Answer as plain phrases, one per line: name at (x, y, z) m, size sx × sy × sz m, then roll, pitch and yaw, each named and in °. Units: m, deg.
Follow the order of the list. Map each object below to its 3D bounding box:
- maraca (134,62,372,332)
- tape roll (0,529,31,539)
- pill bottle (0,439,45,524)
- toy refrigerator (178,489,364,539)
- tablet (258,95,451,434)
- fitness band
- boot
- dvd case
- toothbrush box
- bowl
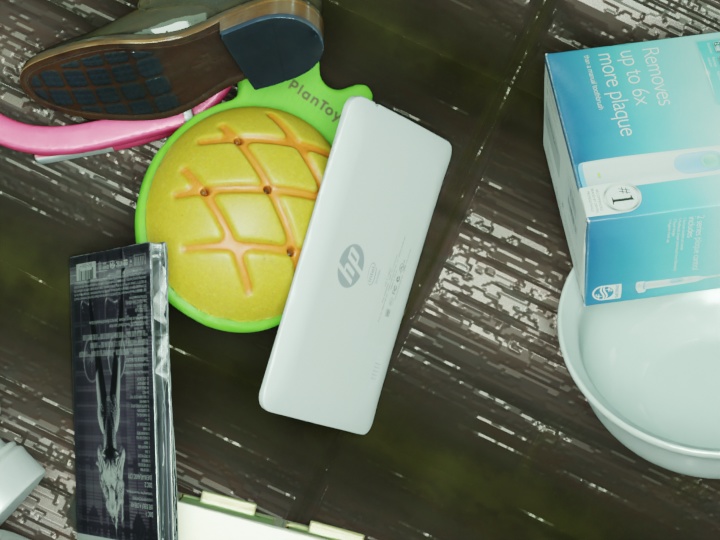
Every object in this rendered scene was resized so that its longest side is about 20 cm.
maraca at (-0.061, -0.053, 1.275) m, size 0.137 × 0.107 × 0.200 m, roll 35°, pitch 66°, yaw -9°
tape roll at (-0.179, 0.267, 1.206) m, size 0.203 × 0.203 × 0.139 m, roll 34°, pitch 86°, yaw 0°
pill bottle at (-0.298, 0.088, 1.256) m, size 0.200 × 0.112 × 0.112 m, roll 44°, pitch 87°, yaw 1°
toy refrigerator at (-0.035, 0.193, 1.275) m, size 0.200 × 0.076 × 0.070 m, roll 14°, pitch 87°, yaw 0°
tablet at (0.000, 0.000, 1.267) m, size 0.014 × 0.130 × 0.200 m, roll 14°, pitch 86°, yaw 33°
fitness band at (-0.175, -0.149, 1.308) m, size 0.200 × 0.037 × 0.144 m, roll -13°, pitch 87°, yaw -3°
boot at (-0.116, -0.157, 1.272) m, size 0.200 × 0.075 × 0.097 m, roll -8°, pitch 49°, yaw 13°
dvd case at (-0.148, 0.087, 1.246) m, size 0.016 × 0.149 × 0.200 m, roll 0°, pitch 87°, yaw -27°
toothbrush box at (0.224, -0.070, 1.258) m, size 0.200 × 0.085 × 0.147 m, roll -6°, pitch 50°, yaw -2°
bowl at (0.223, 0.059, 1.262) m, size 0.201 × 0.090 × 0.201 m, roll -3°, pitch 49°, yaw 3°
